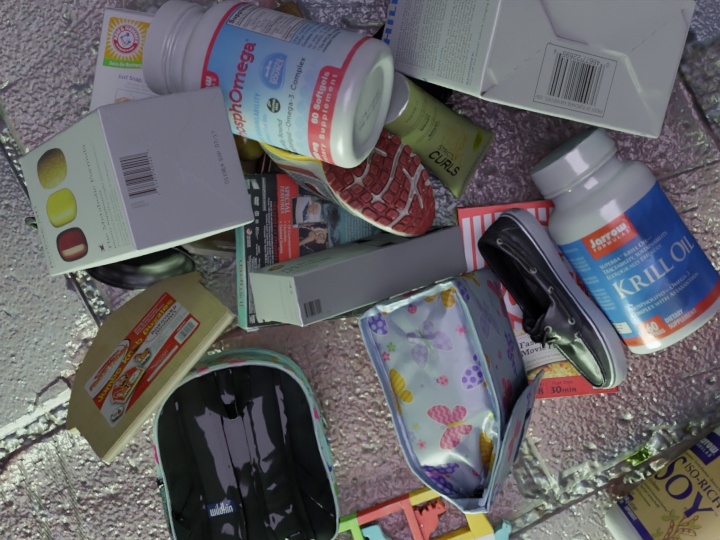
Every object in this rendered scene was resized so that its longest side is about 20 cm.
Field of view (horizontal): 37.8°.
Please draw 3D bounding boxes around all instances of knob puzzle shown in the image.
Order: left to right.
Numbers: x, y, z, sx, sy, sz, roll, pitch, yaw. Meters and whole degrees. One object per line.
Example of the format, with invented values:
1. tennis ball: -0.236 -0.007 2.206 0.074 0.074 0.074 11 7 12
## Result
1. knob puzzle: -0.214 0.085 1.035 0.219 0.220 0.030 -43 122 5

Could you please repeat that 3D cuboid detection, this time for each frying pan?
1. frying pan: -0.253 -0.017 1.045 0.188 0.115 0.031 14 60 -30

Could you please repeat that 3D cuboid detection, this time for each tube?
1. tube: 0.073 -0.131 1.011 0.058 0.199 0.053 -22 66 24

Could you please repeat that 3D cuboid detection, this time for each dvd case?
1. dvd case: -0.033 -0.024 1.038 0.198 0.022 0.148 -6 96 -34

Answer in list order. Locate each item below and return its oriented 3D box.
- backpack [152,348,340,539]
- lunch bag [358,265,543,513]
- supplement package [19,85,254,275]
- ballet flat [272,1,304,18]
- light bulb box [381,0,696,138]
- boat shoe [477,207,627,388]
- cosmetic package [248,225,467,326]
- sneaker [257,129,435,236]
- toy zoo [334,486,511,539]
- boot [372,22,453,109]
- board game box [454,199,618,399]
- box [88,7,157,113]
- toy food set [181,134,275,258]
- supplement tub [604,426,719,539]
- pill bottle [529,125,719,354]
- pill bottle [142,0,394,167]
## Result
1. backpack: -0.116 0.179 1.047 0.175 0.151 0.203 -14 102 -3
2. lunch bag: 0.099 0.108 0.981 0.126 0.169 0.203 -18 88 19
3. supplement package: -0.193 -0.069 0.880 0.109 0.199 0.115 -17 93 -35
4. ballet flat: -0.019 -0.174 0.993 0.200 0.068 0.073 44 72 -17
5. light bulb box: 0.148 -0.211 0.936 0.196 0.200 0.126 8 103 -26
6. boat shoe: 0.179 0.037 1.008 0.066 0.070 0.201 -34 97 -26
7. cosmetic package: 0.000 0.000 1.001 0.198 0.082 0.051 -17 100 -34
8. sneaker: -0.013 -0.096 0.960 0.199 0.082 0.078 37 79 18
9. toy zoo: 0.066 0.302 1.116 0.198 0.020 0.133 -21 93 3
10. boot: 0.032 -0.242 1.052 0.198 0.073 0.163 39 94 -6
11. board game box: 0.179 0.028 1.079 0.149 0.046 0.203 -6 94 2
12. box: -0.204 -0.144 1.042 0.100 0.112 0.203 11 95 6
13. toy food set: -0.107 -0.112 1.024 0.060 0.143 0.203 12 95 31
14. supplement tub: 0.361 0.245 1.042 0.199 0.145 0.146 -38 93 4
15. pill bottle: 0.247 -0.032 0.995 0.112 0.112 0.201 -36 96 4
16. pill bottle: -0.079 -0.164 0.890 0.198 0.109 0.110 18 95 15
